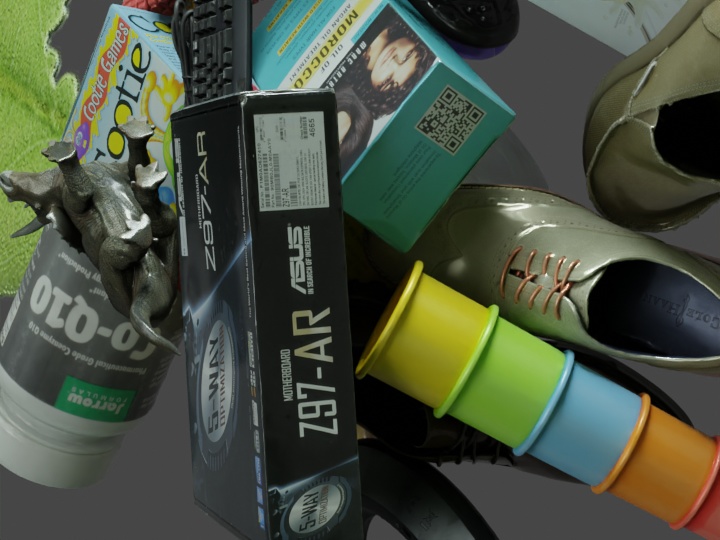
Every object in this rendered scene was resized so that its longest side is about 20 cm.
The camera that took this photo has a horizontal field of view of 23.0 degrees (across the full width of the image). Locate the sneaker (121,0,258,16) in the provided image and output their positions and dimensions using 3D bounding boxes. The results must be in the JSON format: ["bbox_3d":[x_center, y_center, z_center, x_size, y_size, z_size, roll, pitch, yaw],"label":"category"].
[{"bbox_3d":[-0.104,-0.208,1.128,0.200,0.078,0.082,-18,64,59],"label":"sneaker"}]

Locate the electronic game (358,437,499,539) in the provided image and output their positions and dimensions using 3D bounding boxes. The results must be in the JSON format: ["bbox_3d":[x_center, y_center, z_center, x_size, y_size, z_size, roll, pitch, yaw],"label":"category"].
[{"bbox_3d":[0.036,0.179,0.903,0.200,0.042,0.200,41,143,40],"label":"electronic game"}]

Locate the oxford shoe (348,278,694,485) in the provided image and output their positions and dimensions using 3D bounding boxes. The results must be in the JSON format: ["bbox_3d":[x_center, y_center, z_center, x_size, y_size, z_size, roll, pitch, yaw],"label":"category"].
[{"bbox_3d":[0.061,0.072,0.850,0.200,0.084,0.073,15,118,12],"label":"oxford shoe"}]

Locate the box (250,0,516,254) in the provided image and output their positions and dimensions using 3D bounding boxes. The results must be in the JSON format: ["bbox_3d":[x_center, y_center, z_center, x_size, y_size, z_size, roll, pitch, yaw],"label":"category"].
[{"bbox_3d":[0.001,-0.091,0.861,0.082,0.049,0.200,-51,28,11],"label":"box"}]

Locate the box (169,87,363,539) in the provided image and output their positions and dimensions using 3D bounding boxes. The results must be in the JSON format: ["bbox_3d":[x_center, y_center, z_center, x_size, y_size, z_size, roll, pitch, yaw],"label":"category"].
[{"bbox_3d":[-0.046,0.020,0.817,0.160,0.043,0.200,-171,78,-73],"label":"box"}]

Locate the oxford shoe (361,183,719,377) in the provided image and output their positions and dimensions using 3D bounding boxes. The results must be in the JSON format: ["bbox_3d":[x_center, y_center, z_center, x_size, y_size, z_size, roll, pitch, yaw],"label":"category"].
[{"bbox_3d":[0.092,0.000,0.813,0.200,0.074,0.071,12,93,15],"label":"oxford shoe"}]

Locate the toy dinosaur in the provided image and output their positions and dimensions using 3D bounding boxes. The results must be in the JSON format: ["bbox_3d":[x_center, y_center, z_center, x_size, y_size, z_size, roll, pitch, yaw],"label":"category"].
[{"bbox_3d":[-0.131,-0.019,1.004,0.200,0.077,0.102,46,154,31],"label":"toy dinosaur"}]

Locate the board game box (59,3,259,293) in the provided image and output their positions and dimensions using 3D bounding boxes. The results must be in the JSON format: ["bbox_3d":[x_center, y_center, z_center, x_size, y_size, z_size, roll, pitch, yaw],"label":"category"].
[{"bbox_3d":[-0.086,-0.066,1.082,0.200,0.105,0.103,47,120,43],"label":"board game box"}]

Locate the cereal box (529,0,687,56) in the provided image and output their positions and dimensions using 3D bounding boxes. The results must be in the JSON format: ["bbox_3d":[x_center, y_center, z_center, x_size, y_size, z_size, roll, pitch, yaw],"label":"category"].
[{"bbox_3d":[0.108,-0.178,0.800,0.200,0.040,0.144,31,140,12],"label":"cereal box"}]

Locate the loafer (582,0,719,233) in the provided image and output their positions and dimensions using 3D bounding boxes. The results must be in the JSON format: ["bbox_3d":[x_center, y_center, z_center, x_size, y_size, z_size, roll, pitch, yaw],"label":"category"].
[{"bbox_3d":[0.146,-0.064,0.781,0.200,0.076,0.068,114,172,-62],"label":"loafer"}]

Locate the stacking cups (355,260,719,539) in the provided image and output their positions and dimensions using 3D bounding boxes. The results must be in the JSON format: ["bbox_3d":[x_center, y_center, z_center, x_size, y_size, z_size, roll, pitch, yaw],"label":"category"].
[{"bbox_3d":[0.097,0.068,0.795,0.061,0.200,0.061,-61,5,9],"label":"stacking cups"}]

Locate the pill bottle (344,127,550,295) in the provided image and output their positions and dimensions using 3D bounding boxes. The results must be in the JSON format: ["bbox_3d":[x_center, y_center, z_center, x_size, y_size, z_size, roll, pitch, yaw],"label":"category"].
[{"bbox_3d":[0.000,0.000,0.950,0.200,0.111,0.111,-44,53,29],"label":"pill bottle"}]

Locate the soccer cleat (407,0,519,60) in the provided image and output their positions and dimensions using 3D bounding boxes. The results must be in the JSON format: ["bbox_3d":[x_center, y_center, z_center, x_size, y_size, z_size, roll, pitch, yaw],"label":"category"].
[{"bbox_3d":[0.023,-0.158,1.005,0.200,0.068,0.073,46,136,43],"label":"soccer cleat"}]

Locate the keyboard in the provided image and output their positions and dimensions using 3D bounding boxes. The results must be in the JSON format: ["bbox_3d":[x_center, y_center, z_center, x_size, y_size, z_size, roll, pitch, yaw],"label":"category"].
[{"bbox_3d":[-0.082,-0.089,0.955,0.127,0.021,0.200,176,95,-71],"label":"keyboard"}]

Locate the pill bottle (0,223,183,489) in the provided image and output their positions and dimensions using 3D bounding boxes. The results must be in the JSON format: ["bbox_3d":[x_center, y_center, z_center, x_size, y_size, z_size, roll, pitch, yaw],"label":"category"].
[{"bbox_3d":[-0.174,0.037,1.166,0.113,0.113,0.200,47,120,42],"label":"pill bottle"}]

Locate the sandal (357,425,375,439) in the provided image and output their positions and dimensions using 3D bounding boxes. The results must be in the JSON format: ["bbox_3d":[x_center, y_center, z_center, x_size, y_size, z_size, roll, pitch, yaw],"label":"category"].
[{"bbox_3d":[-0.068,0.059,1.069,0.212,0.070,0.078,39,114,46],"label":"sandal"}]
